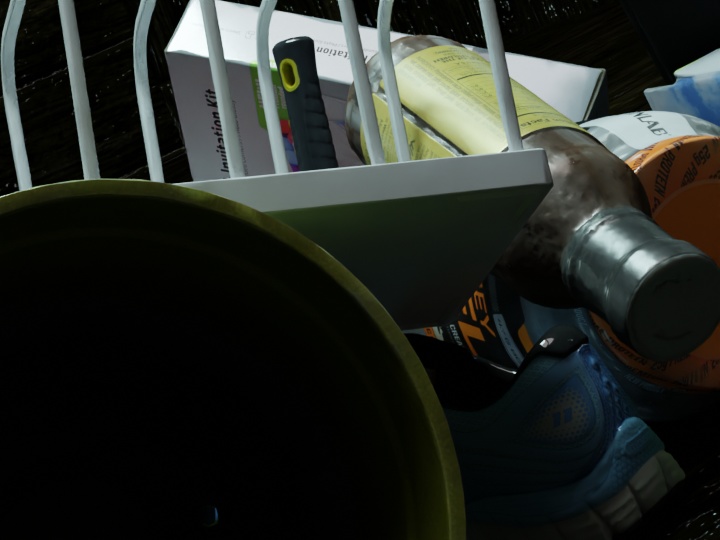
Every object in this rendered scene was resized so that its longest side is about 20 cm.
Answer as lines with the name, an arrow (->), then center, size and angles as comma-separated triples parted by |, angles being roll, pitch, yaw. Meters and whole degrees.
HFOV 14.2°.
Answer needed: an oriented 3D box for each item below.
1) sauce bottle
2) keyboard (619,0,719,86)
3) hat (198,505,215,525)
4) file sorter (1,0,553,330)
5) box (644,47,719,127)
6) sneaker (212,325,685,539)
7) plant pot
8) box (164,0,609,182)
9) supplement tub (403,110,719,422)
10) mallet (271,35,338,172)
sauce bottle -> 0.062, -0.025, 1.046 | 0.065, 0.065, 0.200 | -25, 34, -15
keyboard -> 0.196, -0.085, 1.214 | 0.127, 0.200, 0.021 | -21, 31, 23
hat -> -0.103, 0.101, 1.071 | 0.081, 0.201, 0.201 | 27, 31, 21
file sorter -> -0.059, -0.050, 0.971 | 0.200, 0.125, 0.139 | -6, -19, -15
box -> 0.196, -0.038, 1.131 | 0.048, 0.122, 0.200 | -30, 9, -19
sneaker -> 0.022, 0.064, 1.051 | 0.200, 0.090, 0.078 | -17, 9, 37
plant pot -> -0.084, 0.088, 0.903 | 0.200, 0.201, 0.193 | -24, -4, -13
box -> 0.017, -0.047, 1.347 | 0.200, 0.156, 0.041 | 13, 54, 16
supplement tub -> 0.097, 0.000, 1.169 | 0.122, 0.123, 0.200 | -25, 7, -20
mallet -> 0.000, 0.000, 1.195 | 0.066, 0.201, 0.041 | -8, -2, 39
